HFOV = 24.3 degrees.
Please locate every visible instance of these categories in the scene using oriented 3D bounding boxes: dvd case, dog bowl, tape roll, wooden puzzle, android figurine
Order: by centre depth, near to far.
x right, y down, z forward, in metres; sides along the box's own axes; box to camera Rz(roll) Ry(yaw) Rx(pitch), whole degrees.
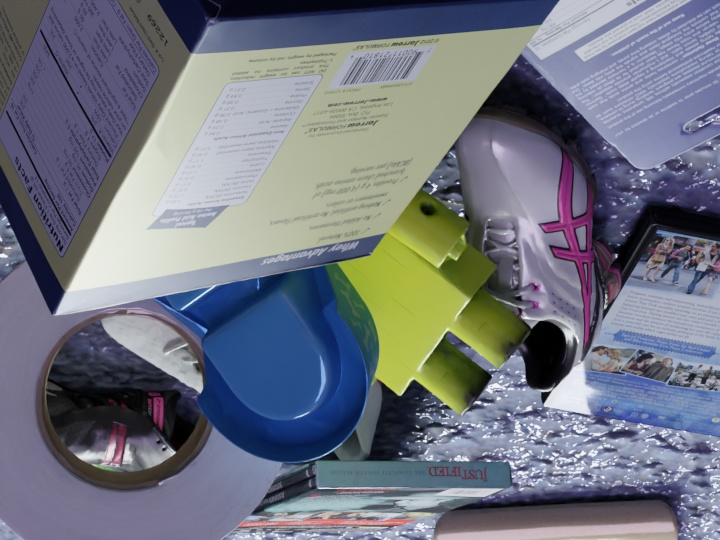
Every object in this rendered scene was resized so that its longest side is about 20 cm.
[{"bbox_3d":[-0.065,0.010,0.932,0.111,0.050,0.200,-33,95,30],"label":"dog bowl"},{"bbox_3d":[0.000,0.000,0.970,0.200,0.041,0.182,38,145,3],"label":"android figurine"},{"bbox_3d":[-0.141,0.076,1.002,0.201,0.204,0.071,8,178,-9],"label":"tape roll"},{"bbox_3d":[0.217,0.039,1.092,0.142,0.018,0.200,11,139,-11],"label":"dvd case"},{"bbox_3d":[-0.006,0.158,1.156,0.145,0.022,0.200,3,164,-25],"label":"dvd case"},{"bbox_3d":[0.157,0.249,1.329,0.184,0.037,0.201,-4,135,6],"label":"wooden puzzle"}]

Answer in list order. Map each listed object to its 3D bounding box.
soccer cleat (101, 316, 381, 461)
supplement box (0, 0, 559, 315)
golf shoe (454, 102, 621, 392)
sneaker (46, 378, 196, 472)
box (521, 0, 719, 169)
[{"bbox_3d":[-0.073,0.067,1.075,0.199,0.085,0.069,22,135,-24],"label":"soccer cleat"},{"bbox_3d":[-0.055,-0.103,0.780,0.199,0.135,0.200,-11,151,-38],"label":"supplement box"},{"bbox_3d":[0.100,-0.011,0.970,0.072,0.092,0.200,4,143,31],"label":"golf shoe"},{"bbox_3d":[-0.167,0.103,1.141,0.200,0.077,0.084,25,121,-35],"label":"sneaker"},{"bbox_3d":[0.141,-0.139,0.874,0.121,0.033,0.200,-28,130,29],"label":"box"}]
